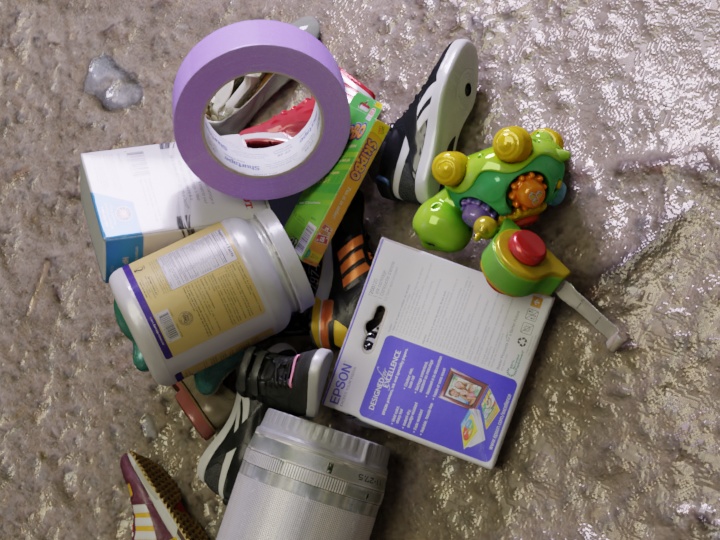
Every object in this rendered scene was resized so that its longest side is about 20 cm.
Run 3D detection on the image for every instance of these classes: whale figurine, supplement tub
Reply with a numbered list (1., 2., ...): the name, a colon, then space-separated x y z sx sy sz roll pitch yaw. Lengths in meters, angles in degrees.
1. whale figurine: -0.220 0.058 1.651 0.159 0.104 0.200 -42 56 0
2. supplement tub: -0.167 0.027 1.548 0.200 0.146 0.146 -26 56 -9

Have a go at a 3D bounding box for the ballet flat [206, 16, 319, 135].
1. ballet flat: -0.132 -0.258 1.789 0.200 0.064 0.067 -48 54 11

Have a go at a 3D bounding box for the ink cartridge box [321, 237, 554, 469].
1. ink cartridge box: 0.084 0.088 1.485 0.200 0.043 0.198 20 85 8

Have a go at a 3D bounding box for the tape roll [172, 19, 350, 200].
1. tape roll: -0.113 -0.180 1.561 0.200 0.200 0.066 -38 31 18

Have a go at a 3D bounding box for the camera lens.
1. camera lens: -0.065 0.268 1.501 0.160 0.160 0.200 13 81 36

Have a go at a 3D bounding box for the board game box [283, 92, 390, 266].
1. board game box: -0.028 -0.108 1.596 0.200 0.030 0.096 -64 25 7

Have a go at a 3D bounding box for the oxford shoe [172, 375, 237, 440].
1. oxford shoe: -0.202 0.127 1.707 0.075 0.070 0.200 -33 47 -5

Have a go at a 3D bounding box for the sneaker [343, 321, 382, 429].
1. sneaker: 0.041 0.084 1.539 0.076 0.088 0.200 25 87 38

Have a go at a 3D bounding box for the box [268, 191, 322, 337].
1. box: -0.120 -0.016 1.708 0.160 0.044 0.200 -5 71 33

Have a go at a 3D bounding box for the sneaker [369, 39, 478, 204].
1. sneaker: 0.062 -0.180 1.614 0.112 0.073 0.200 11 81 35

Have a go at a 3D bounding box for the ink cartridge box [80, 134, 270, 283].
1. ink cartridge box: -0.224 -0.077 1.644 0.086 0.200 0.147 104 152 -47

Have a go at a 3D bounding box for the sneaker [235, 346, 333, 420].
1. sneaker: -0.087 0.117 1.497 0.099 0.200 0.071 18 75 -2

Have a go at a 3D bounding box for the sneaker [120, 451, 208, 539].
1. sneaker: -0.256 0.310 1.669 0.090 0.075 0.200 -45 54 7

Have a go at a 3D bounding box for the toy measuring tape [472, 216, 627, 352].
1. toy measuring tape: 0.188 0.019 1.428 0.200 0.074 0.074 45 102 11

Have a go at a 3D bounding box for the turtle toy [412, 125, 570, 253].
1. turtle toy: 0.143 -0.087 1.511 0.200 0.146 0.101 -21 85 27

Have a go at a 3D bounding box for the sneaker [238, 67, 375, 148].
1. sneaker: -0.063 -0.190 1.727 0.200 0.078 0.116 1 61 29

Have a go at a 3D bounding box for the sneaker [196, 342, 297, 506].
1. sneaker: -0.103 0.194 1.614 0.112 0.073 0.200 37 104 34

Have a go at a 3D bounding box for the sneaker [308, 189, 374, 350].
1. sneaker: 0.000 0.000 1.618 0.090 0.070 0.200 6 74 16
